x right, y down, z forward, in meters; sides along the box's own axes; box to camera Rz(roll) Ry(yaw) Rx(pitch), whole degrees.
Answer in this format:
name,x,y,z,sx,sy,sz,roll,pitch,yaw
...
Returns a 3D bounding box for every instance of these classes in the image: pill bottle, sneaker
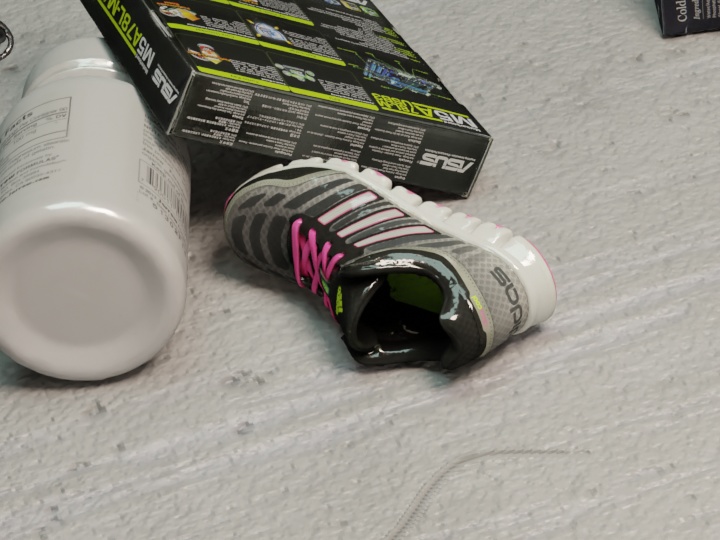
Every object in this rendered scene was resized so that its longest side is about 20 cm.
name,x,y,z,sx,sy,sz,roll,pitch,yaw
pill bottle,-0.150,-0.041,1.419,0.114,0.115,0.200,-7,34,3
sneaker,0.000,0.000,1.362,0.199,0.074,0.087,19,38,27

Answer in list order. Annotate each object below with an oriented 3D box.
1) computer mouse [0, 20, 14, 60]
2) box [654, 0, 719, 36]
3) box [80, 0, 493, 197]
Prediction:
name,x,y,z,sx,sy,sz,roll,pitch,yaw
computer mouse,-0.275,-0.063,1.399,0.139,0.201,0.046,12,-6,-5
box,0.264,-0.250,1.624,0.181,0.105,0.201,-8,35,4
box,-0.048,-0.121,1.487,0.199,0.048,0.193,10,28,-31
